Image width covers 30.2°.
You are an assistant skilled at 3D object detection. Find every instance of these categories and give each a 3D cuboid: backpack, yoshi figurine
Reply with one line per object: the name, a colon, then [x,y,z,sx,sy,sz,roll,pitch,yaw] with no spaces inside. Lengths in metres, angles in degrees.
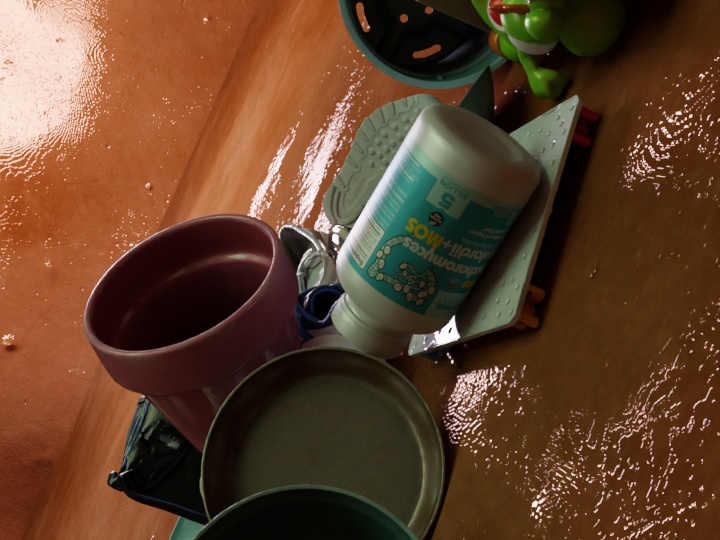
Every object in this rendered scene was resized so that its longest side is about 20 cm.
backpack: [-0.152,0.169,1.427,0.147,0.182,0.201,124,164,-73]
yoshi figurine: [0.171,-0.213,1.143,0.111,0.113,0.200,-29,8,5]

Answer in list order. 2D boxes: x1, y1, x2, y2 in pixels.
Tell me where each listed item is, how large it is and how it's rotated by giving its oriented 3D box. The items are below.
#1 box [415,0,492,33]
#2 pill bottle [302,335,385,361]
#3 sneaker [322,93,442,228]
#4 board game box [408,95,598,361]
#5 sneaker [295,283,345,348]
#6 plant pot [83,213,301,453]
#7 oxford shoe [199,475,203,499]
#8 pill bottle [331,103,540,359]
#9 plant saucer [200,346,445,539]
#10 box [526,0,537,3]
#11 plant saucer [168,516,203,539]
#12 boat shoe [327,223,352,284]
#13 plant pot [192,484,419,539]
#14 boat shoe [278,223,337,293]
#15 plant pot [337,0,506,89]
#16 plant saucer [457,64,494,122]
box: [0.146,-0.316,1.218,0.021,0.163,0.201,44,113,40]
pill bottle: [-0.032,0.163,1.181,0.112,0.111,0.201,-44,27,52]
sneaker: [0.034,-0.121,1.432,0.080,0.077,0.200,-25,-17,-48]
board game box: [0.118,-0.028,1.123,0.200,0.026,0.201,-28,41,66]
sneaker: [-0.039,0.047,1.339,0.074,0.083,0.199,-35,22,-25]
plant pot: [-0.137,0.076,1.270,0.198,0.180,0.201,-15,36,11]
oxford shoe: [-0.105,0.243,1.241,0.075,0.057,0.201,-72,-23,-45]
pill bottle: [0.052,-0.026,1.085,0.201,0.110,0.111,-59,17,24]
plant saucer: [-0.029,0.162,1.079,0.032,0.199,0.202,65,-136,-71]
box: [0.179,-0.275,1.083,0.155,0.041,0.200,-19,21,-2]
plant saucer: [-0.196,0.343,1.585,0.201,0.036,0.201,-56,18,29]
boat shoe: [0.000,0.000,1.376,0.074,0.074,0.200,-67,15,-1]
plant pot: [-0.036,0.268,0.950,0.134,0.199,0.202,84,-158,-66]
boat shoe: [-0.059,-0.003,1.584,0.075,0.064,0.202,-61,17,18]
plant pot: [0.067,-0.289,1.393,0.196,0.199,0.201,-128,63,-82]
plant saucer: [0.078,-0.102,1.268,0.202,0.039,0.201,-56,-1,-2]
